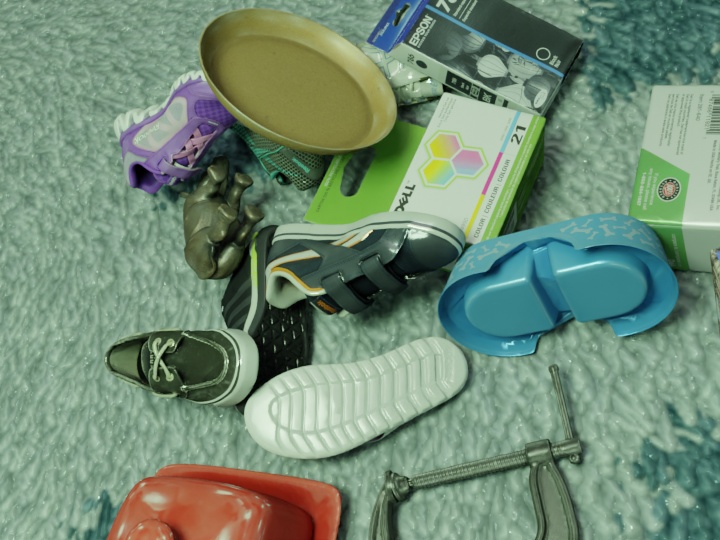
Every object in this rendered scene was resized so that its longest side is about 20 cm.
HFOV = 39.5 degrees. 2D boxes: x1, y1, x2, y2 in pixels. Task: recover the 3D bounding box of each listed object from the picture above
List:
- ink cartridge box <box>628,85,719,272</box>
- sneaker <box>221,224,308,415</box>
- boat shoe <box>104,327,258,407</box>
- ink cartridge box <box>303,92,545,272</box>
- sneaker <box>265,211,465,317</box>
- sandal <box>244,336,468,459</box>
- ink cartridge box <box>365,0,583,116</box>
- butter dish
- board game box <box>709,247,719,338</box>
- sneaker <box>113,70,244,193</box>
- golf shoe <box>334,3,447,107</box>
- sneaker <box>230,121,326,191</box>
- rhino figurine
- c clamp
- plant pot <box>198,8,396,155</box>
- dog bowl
[{"bbox_3d":[0.338,-0.075,0.838,0.199,0.084,0.145,5,63,26],"label":"ink cartridge box"},{"bbox_3d":[-0.097,0.052,0.973,0.083,0.072,0.201,-24,50,45],"label":"sneaker"},{"bbox_3d":[-0.169,0.088,0.923,0.200,0.064,0.071,-7,77,48],"label":"boat shoe"},{"bbox_3d":[0.056,-0.092,0.950,0.200,0.076,0.148,18,68,17],"label":"ink cartridge box"},{"bbox_3d":[0.000,0.000,0.891,0.200,0.078,0.080,-5,60,37],"label":"sneaker"},{"bbox_3d":[-0.001,0.119,0.892,0.202,0.050,0.083,-15,70,-1],"label":"sandal"},{"bbox_3d":[0.113,-0.230,1.011,0.200,0.039,0.100,28,74,10],"label":"ink cartridge box"},{"bbox_3d":[-0.140,0.241,0.812,0.199,0.148,0.200,3,63,24],"label":"butter dish"},{"bbox_3d":[0.339,0.052,0.689,0.159,0.200,0.097,-16,55,12],"label":"board game box"},{"bbox_3d":[-0.178,-0.134,1.016,0.200,0.080,0.089,-20,61,41],"label":"sneaker"},{"bbox_3d":[0.040,-0.204,1.051,0.200,0.078,0.097,-44,60,-5],"label":"golf shoe"},{"bbox_3d":[-0.094,-0.136,1.066,0.077,0.091,0.200,-18,25,-22],"label":"sneaker"},{"bbox_3d":[-0.149,-0.061,1.018,0.088,0.060,0.200,-59,26,20],"label":"rhino figurine"},{"bbox_3d":[0.094,0.187,0.825,0.200,0.027,0.171,-20,60,9],"label":"c clamp"},{"bbox_3d":[-0.061,-0.177,0.958,0.200,0.028,0.200,17,43,-17],"label":"plant pot"},{"bbox_3d":[0.162,0.011,0.843,0.200,0.112,0.050,-14,42,24],"label":"dog bowl"}]
